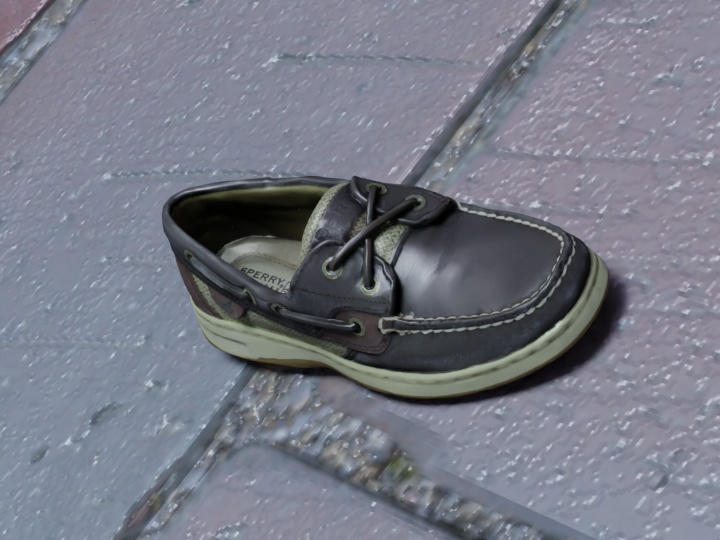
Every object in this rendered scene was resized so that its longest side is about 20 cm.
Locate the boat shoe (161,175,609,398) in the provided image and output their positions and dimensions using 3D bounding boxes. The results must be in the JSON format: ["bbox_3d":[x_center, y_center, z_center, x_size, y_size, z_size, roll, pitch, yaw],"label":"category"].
[{"bbox_3d":[0.000,0.000,1.017,0.199,0.065,0.073,-1,50,42],"label":"boat shoe"}]
